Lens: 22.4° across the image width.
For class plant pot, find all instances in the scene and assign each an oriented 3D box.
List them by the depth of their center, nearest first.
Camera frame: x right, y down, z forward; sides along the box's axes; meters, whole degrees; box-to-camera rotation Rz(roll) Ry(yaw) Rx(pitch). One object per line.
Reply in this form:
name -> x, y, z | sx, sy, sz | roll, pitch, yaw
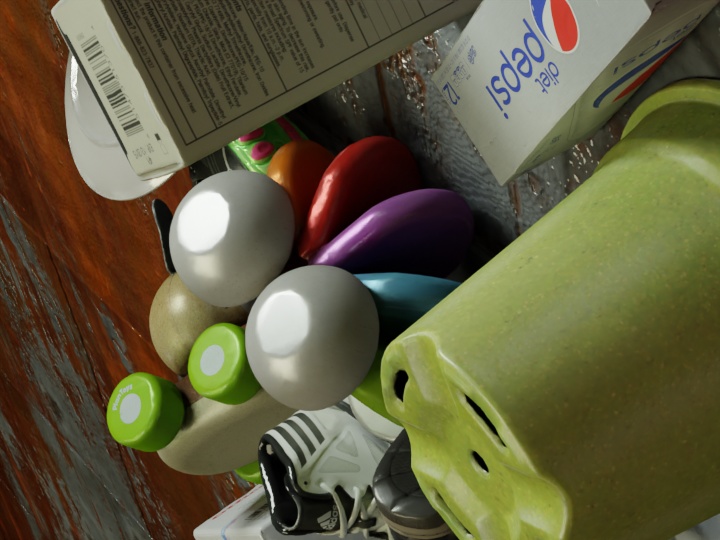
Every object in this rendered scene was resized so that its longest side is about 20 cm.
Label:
plant pot -> 0.118, 0.045, 0.812 | 0.200, 0.184, 0.201 | 47, 156, 29

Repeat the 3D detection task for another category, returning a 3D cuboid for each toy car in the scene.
toy car -> 0.000, 0.000, 1.089 | 0.200, 0.150, 0.175 | 50, -168, 33
toy car -> -0.098, 0.039, 1.362 | 0.164, 0.158, 0.200 | 24, -136, -48

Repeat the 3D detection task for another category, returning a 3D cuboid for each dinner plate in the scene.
dinner plate -> -0.150, -0.146, 1.217 | 0.200, 0.024, 0.201 | -15, 70, 47

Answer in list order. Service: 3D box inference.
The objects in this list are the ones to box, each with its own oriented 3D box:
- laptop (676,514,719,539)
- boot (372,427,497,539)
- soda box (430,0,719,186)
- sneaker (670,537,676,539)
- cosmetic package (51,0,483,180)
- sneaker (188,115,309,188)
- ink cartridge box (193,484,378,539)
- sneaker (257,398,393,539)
laptop -> 0.171, 0.231, 1.036 | 0.200, 0.116, 0.187 | 59, 159, 2
boot -> 0.087, 0.116, 0.950 | 0.073, 0.200, 0.151 | 12, 130, 33
soda box -> 0.099, -0.111, 0.816 | 0.068, 0.063, 0.200 | 57, 159, 9
sneaker -> 0.114, 0.106, 1.042 | 0.200, 0.070, 0.094 | -132, 30, -58
cosmetic package -> -0.039, -0.135, 0.908 | 0.104, 0.200, 0.087 | 64, 160, -8
sneaker -> -0.102, -0.094, 1.231 | 0.200, 0.077, 0.084 | 54, 131, 45
ink cartridge box -> -0.028, 0.194, 1.398 | 0.084, 0.145, 0.200 | 59, 159, -3
sneaker -> 0.015, 0.157, 1.115 | 0.200, 0.115, 0.076 | 36, 129, 27
